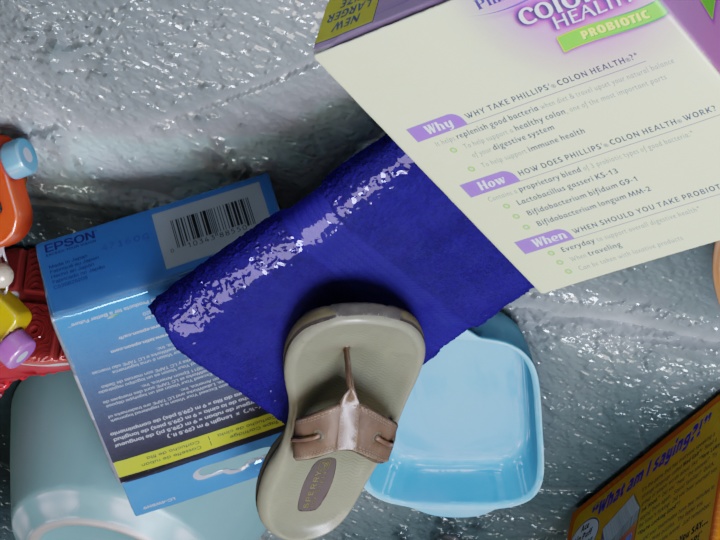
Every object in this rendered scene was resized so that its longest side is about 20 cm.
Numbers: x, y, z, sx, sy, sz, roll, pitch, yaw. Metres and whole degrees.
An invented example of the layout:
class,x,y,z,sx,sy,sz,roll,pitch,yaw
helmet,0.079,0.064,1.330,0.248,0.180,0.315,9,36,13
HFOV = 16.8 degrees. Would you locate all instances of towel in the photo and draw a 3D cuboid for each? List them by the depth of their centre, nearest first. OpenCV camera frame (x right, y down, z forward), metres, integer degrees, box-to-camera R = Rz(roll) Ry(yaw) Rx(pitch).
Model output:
class,x,y,z,sx,sy,sz,roll,pitch,yaw
towel,0.000,0.000,1.350,0.200,0.050,0.148,-34,132,20

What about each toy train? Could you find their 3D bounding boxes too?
class,x,y,z,sx,sy,sz,roll,pitch,yaw
toy train,-0.258,0.000,1.454,0.200,0.056,0.150,-23,86,22

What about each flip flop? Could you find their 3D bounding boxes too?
class,x,y,z,sx,sy,sz,roll,pitch,yaw
flip flop,-0.012,0.092,1.362,0.081,0.058,0.200,4,133,-18

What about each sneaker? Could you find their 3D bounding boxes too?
class,x,y,z,sx,sy,sz,roll,pitch,yaw
sneaker,-0.219,0.043,1.547,0.200,0.078,0.116,3,158,17

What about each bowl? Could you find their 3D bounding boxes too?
class,x,y,z,sx,sy,sz,roll,pitch,yaw
bowl,-0.152,0.156,1.616,0.200,0.105,0.201,11,141,9

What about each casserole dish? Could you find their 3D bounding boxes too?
class,x,y,z,sx,sy,sz,roll,pitch,yaw
casserole dish,0.052,0.081,1.489,0.121,0.039,0.200,0,141,7

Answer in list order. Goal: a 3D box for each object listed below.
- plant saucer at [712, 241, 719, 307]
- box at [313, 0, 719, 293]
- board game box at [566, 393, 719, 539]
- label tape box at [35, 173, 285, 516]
class,x,y,z,sx,sy,sz,roll,pitch,yaw
plant saucer,0.278,0.024,1.268,0.200,0.037,0.200,30,146,22
box,0.112,-0.102,1.197,0.176,0.097,0.200,-18,132,37
board game box,0.245,0.227,1.475,0.200,0.200,0.200,26,141,-13
label tape box,-0.096,0.048,1.445,0.143,0.066,0.200,-18,140,-3
